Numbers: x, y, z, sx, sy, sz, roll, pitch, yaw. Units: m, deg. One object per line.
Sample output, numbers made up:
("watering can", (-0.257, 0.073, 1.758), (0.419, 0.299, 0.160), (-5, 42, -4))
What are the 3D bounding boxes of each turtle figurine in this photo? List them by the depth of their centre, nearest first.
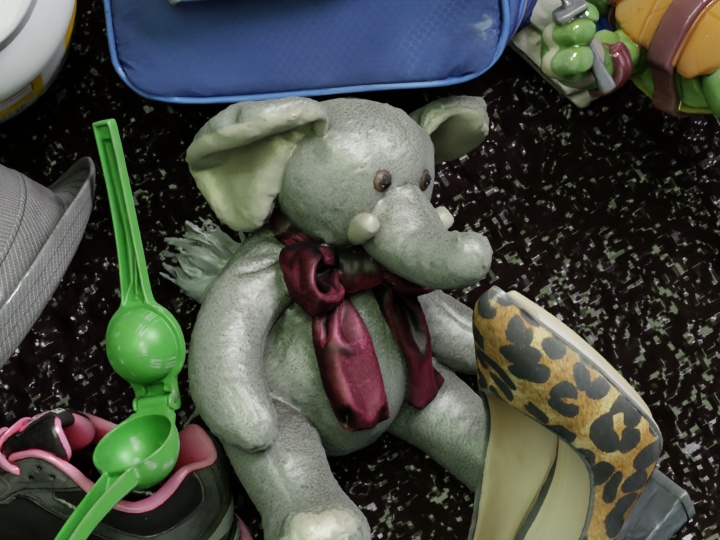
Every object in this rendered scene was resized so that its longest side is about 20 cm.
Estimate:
("turtle figurine", (0.149, -0.112, 1.210), (0.144, 0.201, 0.194), (-24, 51, -39))

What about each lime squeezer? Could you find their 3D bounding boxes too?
("lime squeezer", (-0.101, 0.043, 1.220), (0.038, 0.070, 0.201), (-16, 59, 44))

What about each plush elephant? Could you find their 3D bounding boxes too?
("plush elephant", (0.000, 0.000, 1.257), (0.164, 0.155, 0.200), (-13, 50, -39))

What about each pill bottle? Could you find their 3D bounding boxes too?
("pill bottle", (-0.172, -0.117, 1.242), (0.112, 0.200, 0.114), (0, 90, -5))

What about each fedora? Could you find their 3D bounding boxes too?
("fedora", (-0.196, -0.002, 1.259), (0.177, 0.200, 0.090), (-40, 109, 19))

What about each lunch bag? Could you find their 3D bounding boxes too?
("lunch bag", (-0.025, -0.146, 1.279), (0.199, 0.132, 0.137), (-5, 102, 12))

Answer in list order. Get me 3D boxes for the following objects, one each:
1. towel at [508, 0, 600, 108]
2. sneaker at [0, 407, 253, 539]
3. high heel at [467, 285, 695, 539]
("towel", (0.123, -0.181, 1.363), (0.132, 0.034, 0.200), (42, 83, 15))
("sneaker", (-0.144, 0.089, 1.284), (0.199, 0.096, 0.079), (5, 47, 5))
("high heel", (0.056, 0.102, 1.215), (0.143, 0.200, 0.071), (-46, 48, -10))
